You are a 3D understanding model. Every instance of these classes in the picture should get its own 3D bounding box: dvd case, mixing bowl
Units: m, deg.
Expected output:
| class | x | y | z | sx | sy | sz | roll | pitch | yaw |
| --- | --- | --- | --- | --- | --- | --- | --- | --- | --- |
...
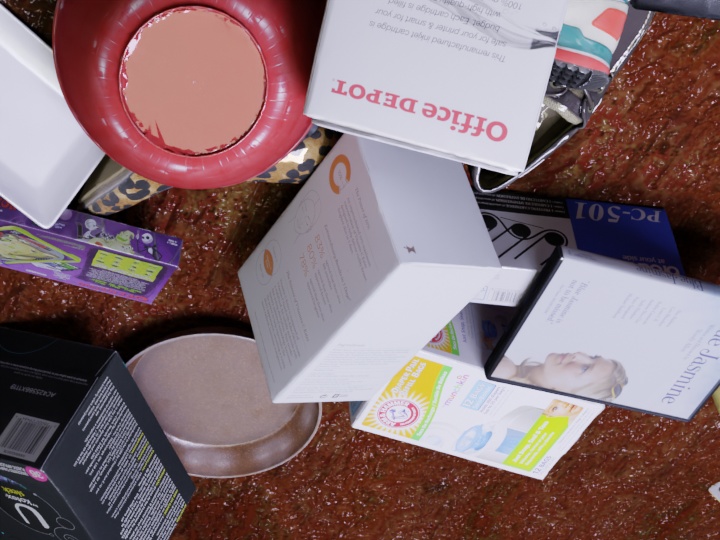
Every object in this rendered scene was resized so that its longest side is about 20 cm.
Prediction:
| class | x | y | z | sx | sy | sz | roll | pitch | yaw |
| --- | --- | --- | --- | --- | --- | --- | --- | --- | --- |
| dvd case | 0.215 | 0.056 | 0.982 | 0.197 | 0.018 | 0.144 | 13 | 130 | -16 |
| mixing bowl | -0.110 | -0.137 | 0.810 | 0.196 | 0.109 | 0.204 | -3 | 110 | -7 |

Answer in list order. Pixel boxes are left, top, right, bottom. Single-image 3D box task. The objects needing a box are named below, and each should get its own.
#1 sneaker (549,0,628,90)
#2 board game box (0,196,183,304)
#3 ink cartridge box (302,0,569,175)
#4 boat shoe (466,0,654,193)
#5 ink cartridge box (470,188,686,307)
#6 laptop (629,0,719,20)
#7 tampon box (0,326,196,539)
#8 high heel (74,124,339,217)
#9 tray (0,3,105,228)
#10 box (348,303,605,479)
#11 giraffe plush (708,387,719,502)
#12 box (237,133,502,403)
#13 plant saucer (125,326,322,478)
| class | x | y | z | sx | sy | sz | roll | pitch | yaw |
| --- | --- | --- | --- | --- | --- | --- | --- | --- | --- |
| sneaker | 0.092 | -0.200 | 0.841 | 0.197 | 0.070 | 0.095 | 23 | 88 | 5 |
| board game box | -0.249 | -0.022 | 0.972 | 0.197 | 0.033 | 0.120 | 15 | 155 | -17 |
| ink cartridge box | 0.056 | -0.176 | 0.764 | 0.142 | 0.084 | 0.203 | 15 | 99 | 2 |
| boat shoe | 0.149 | -0.132 | 0.901 | 0.072 | 0.065 | 0.201 | 25 | 125 | -20 |
| ink cartridge box | 0.157 | -0.015 | 0.991 | 0.196 | 0.095 | 0.045 | 6 | 133 | -8 |
| laptop | 0.294 | -0.267 | 0.794 | 0.199 | 0.115 | 0.189 | -33 | 143 | -30 |
| tampon box | -0.264 | 0.172 | 1.083 | 0.148 | 0.127 | 0.202 | 7 | 139 | 27 |
| high heel | -0.114 | -0.068 | 0.945 | 0.199 | 0.072 | 0.142 | -35 | 127 | 22 |
| tray | -0.271 | -0.131 | 0.877 | 0.200 | 0.022 | 0.108 | 42 | 79 | -31 |
| box | 0.097 | 0.091 | 1.079 | 0.197 | 0.102 | 0.113 | 18 | 129 | -19 |
| giraffe plush | 0.373 | 0.089 | 1.012 | 0.172 | 0.200 | 0.164 | 33 | 146 | 26 |
| box | 0.000 | 0.000 | 0.942 | 0.096 | 0.126 | 0.200 | 3 | 146 | -34 |
| plant saucer | -0.134 | 0.119 | 1.139 | 0.196 | 0.035 | 0.202 | -1 | 132 | -1 |
